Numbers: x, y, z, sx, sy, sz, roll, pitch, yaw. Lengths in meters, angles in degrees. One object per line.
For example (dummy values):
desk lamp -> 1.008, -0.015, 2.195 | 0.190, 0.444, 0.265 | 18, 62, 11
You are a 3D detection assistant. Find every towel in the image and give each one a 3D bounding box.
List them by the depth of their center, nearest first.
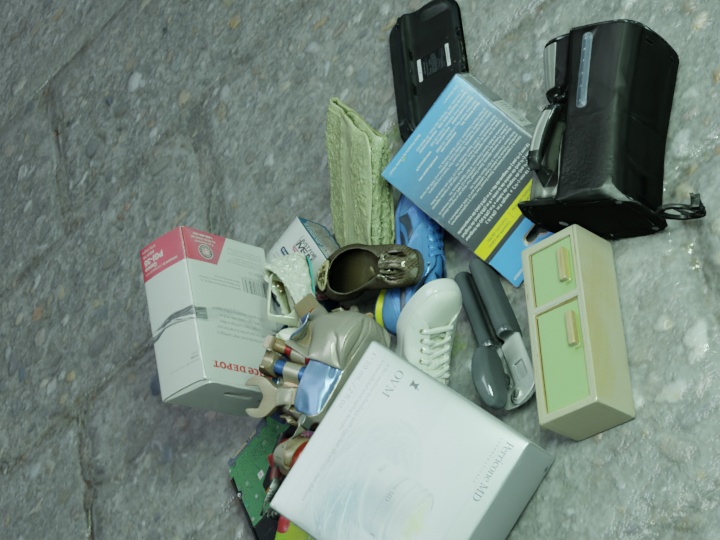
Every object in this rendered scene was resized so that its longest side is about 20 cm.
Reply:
towel -> -0.002, -0.093, 1.886 | 0.148, 0.036, 0.201 | -134, 35, -56

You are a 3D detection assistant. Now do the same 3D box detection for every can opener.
can opener -> 0.141, 0.064, 1.713 | 0.053, 0.066, 0.200 | -44, 39, 27

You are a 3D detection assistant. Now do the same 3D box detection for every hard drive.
hard drive -> -0.081, 0.256, 1.885 | 0.140, 0.038, 0.200 | -51, 42, 18

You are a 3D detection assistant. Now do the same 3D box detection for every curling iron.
curling iron -> -0.095, 0.223, 1.794 | 0.200, 0.025, 0.050 | -93, 20, -73

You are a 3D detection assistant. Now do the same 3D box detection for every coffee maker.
coffee maker -> 0.269, -0.143, 1.637 | 0.191, 0.135, 0.201 | 4, 73, 18

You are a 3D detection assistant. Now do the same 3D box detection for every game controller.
game controller -> 0.086, -0.245, 1.957 | 0.104, 0.042, 0.201 | -21, 56, 24

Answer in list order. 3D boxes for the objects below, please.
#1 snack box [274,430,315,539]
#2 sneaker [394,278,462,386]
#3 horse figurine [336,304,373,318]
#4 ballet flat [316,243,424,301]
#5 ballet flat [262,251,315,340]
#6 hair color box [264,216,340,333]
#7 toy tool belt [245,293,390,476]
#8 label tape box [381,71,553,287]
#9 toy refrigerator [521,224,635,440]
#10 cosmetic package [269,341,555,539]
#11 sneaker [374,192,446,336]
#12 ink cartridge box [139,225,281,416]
snack box -> 0.009, 0.258, 1.732 | 0.199, 0.053, 0.143 | 6, 80, 35
sneaker -> 0.079, 0.100, 1.731 | 0.085, 0.073, 0.201 | 56, 144, 38
horse figurine -> -0.018, 0.130, 1.859 | 0.132, 0.050, 0.201 | -13, 69, 61
ballet flat -> 0.000, 0.000, 1.817 | 0.200, 0.046, 0.068 | -4, 83, 57
ballet flat -> -0.075, 0.064, 1.860 | 0.072, 0.072, 0.201 | -41, 46, 27
hair color box -> -0.098, 0.042, 1.986 | 0.200, 0.060, 0.100 | -50, 51, 19
toy tool belt -> -0.063, 0.125, 1.743 | 0.123, 0.125, 0.201 | 18, 73, 36
label tape box -> 0.146, -0.101, 1.767 | 0.200, 0.063, 0.144 | 41, 106, 8
toy refrigerator -> 0.217, 0.061, 1.617 | 0.076, 0.070, 0.201 | -28, 51, 38
cosmetic package -> 0.053, 0.213, 1.612 | 0.200, 0.123, 0.200 | 31, 88, 22
sneaker -> 0.076, -0.019, 1.826 | 0.078, 0.066, 0.201 | 2, 76, 47
ink cartridge box -> -0.175, 0.063, 1.907 | 0.083, 0.146, 0.201 | -27, 62, 33
